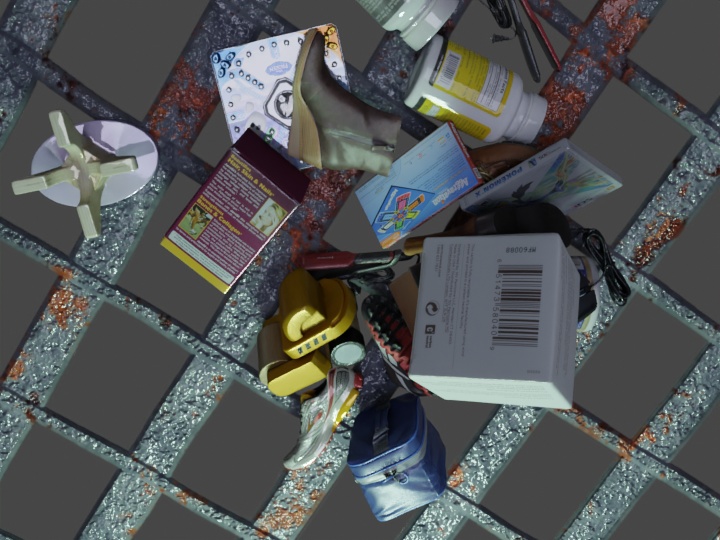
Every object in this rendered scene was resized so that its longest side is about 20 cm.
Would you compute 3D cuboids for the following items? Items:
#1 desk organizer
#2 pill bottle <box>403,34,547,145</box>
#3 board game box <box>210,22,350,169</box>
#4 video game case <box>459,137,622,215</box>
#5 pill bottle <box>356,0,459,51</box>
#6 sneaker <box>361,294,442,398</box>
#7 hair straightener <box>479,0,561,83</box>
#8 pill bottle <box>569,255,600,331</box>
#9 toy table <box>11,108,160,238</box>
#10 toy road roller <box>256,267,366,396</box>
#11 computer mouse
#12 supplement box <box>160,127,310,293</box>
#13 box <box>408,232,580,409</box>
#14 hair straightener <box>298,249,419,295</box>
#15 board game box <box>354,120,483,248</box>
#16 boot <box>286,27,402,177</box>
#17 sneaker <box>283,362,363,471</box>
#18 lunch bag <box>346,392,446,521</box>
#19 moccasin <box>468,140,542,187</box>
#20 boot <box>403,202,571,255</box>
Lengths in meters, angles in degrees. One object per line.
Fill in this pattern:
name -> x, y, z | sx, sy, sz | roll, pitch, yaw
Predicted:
desk organizer -> 0.126, 0.088, 1.323 | 0.071, 0.077, 0.203 | -20, 82, -32
pill bottle -> 0.172, -0.258, 1.257 | 0.197, 0.112, 0.113 | 24, 104, -9
board game box -> -0.111, -0.252, 1.290 | 0.196, 0.026, 0.204 | -13, 106, 1
video game case -> 0.269, -0.115, 1.251 | 0.181, 0.198, 0.022 | -29, 63, 31
pill bottle -> 0.040, -0.418, 1.203 | 0.200, 0.114, 0.114 | 42, 101, -13
sneaker -> 0.061, 0.129, 1.377 | 0.201, 0.098, 0.071 | 50, 58, -4
hair straightener -> 0.226, -0.371, 1.263 | 0.076, 0.041, 0.202 | -28, 106, 5
pill bottle -> 0.268, 0.035, 1.344 | 0.196, 0.120, 0.122 | 1, 107, -2
toy table -> -0.407, -0.153, 1.260 | 0.197, 0.117, 0.186 | -22, 106, 5
toy road roller -> -0.095, 0.084, 1.306 | 0.198, 0.124, 0.146 | -29, 133, 16
computer mouse -> 0.301, 0.017, 1.264 | 0.197, 0.046, 0.143 | -22, 86, -5
supplement box -> -0.188, -0.089, 1.276 | 0.130, 0.104, 0.200 | 39, 115, -12
box -> 0.190, 0.072, 1.165 | 0.196, 0.171, 0.203 | 0, 72, 25
hair straightener -> 0.000, 0.000, 1.364 | 0.196, 0.041, 0.078 | -9, 132, -6
board game box -> 0.084, -0.126, 1.276 | 0.199, 0.019, 0.104 | -33, 78, 35
boot -> -0.018, -0.243, 1.243 | 0.163, 0.073, 0.203 | 9, 117, 1
sneaker -> -0.075, 0.243, 1.419 | 0.081, 0.078, 0.202 | 31, 94, -7
lunch bag -> 0.054, 0.292, 1.369 | 0.134, 0.200, 0.134 | -26, 104, 11
moccasin -> 0.186, -0.146, 1.266 | 0.198, 0.074, 0.079 | -1, 69, 25
boot -> 0.192, -0.043, 1.267 | 0.186, 0.199, 0.070 | -8, 84, -36
